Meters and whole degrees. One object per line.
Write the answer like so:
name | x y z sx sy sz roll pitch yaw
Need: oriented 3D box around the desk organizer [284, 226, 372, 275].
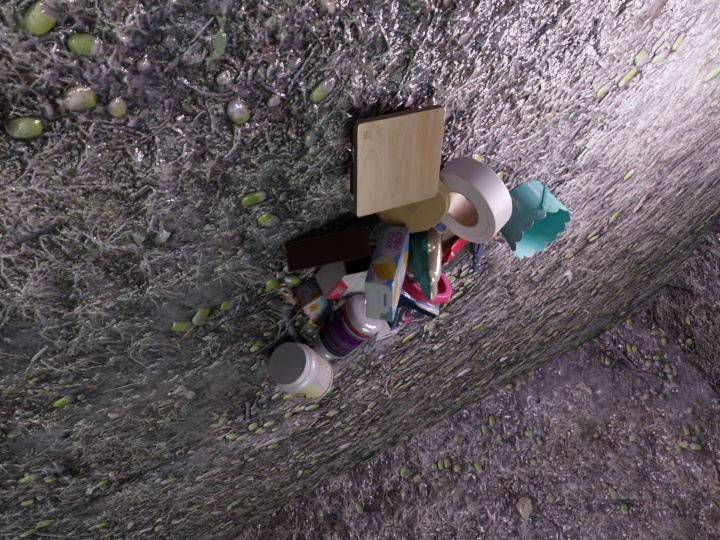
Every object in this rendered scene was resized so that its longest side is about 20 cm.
desk organizer | -0.071 -0.032 1.317 0.196 0.078 0.072 -11 149 1

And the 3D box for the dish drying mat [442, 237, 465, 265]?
dish drying mat | 0.287 -0.087 1.608 0.200 0.018 0.078 -42 160 -40

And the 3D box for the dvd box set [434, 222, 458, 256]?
dvd box set | 0.222 -0.102 1.560 0.144 0.029 0.202 0 128 -44

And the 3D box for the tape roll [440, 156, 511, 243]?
tape roll | 0.257 -0.165 1.352 0.071 0.201 0.204 -43 156 -22

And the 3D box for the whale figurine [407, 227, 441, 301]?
whale figurine | 0.153 -0.020 1.431 0.101 0.203 0.161 -1 138 6

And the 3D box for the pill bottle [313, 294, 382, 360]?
pill bottle | -0.040 0.157 1.506 0.111 0.114 0.200 2 146 -45

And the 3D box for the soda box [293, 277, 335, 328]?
soda box | -0.113 0.099 1.544 0.068 0.064 0.201 -30 151 -2

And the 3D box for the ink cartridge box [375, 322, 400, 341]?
ink cartridge box | 0.100 0.154 1.858 0.093 0.037 0.202 -17 145 -26

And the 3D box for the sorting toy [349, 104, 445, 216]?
sorting toy | 0.067 -0.235 1.173 0.195 0.070 0.203 -16 130 -21

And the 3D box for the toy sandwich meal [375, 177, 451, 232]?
toy sandwich meal | 0.122 -0.166 1.341 0.200 0.071 0.207 1 140 1

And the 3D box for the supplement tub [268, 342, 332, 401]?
supplement tub | -0.178 0.303 1.705 0.144 0.146 0.200 -33 150 4

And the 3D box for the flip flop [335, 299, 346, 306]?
flip flop | -0.008 0.111 1.666 0.080 0.058 0.200 -36 150 7

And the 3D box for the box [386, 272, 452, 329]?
box | 0.160 0.073 1.721 0.197 0.107 0.123 -20 149 -21

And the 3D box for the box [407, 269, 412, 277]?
box | 0.171 -0.016 1.666 0.197 0.042 0.039 -19 148 -21

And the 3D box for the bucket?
bucket | 0.499 -0.153 1.675 0.204 0.136 0.209 -23 150 -14

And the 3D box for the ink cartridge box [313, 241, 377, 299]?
ink cartridge box | 0.000 0.000 1.481 0.198 0.086 0.148 3 136 -49

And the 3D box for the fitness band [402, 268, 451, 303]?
fitness band | 0.171 0.029 1.538 0.141 0.201 0.038 17 115 -15

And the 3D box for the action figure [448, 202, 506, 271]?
action figure | 0.311 -0.108 1.530 0.190 0.104 0.205 0 103 -37

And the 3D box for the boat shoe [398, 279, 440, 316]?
boat shoe | 0.150 0.066 1.593 0.071 0.074 0.199 -3 157 44

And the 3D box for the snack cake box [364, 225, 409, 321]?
snack cake box | 0.064 0.004 1.320 0.066 0.202 0.117 7 134 12
